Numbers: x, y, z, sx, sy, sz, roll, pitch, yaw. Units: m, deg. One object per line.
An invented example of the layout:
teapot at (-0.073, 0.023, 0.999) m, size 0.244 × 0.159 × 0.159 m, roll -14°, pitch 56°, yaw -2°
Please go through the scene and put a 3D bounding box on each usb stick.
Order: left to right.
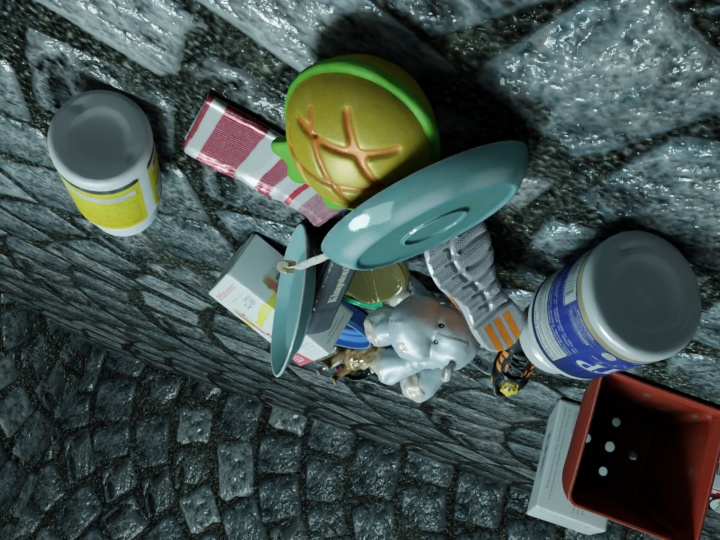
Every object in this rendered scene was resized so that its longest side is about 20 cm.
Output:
usb stick at (-0.038, 0.014, 0.932) m, size 0.054 × 0.033 × 0.202 m, roll -3°, pitch 139°, yaw -27°

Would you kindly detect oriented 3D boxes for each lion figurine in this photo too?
lion figurine at (-0.029, 0.168, 1.428) m, size 0.074 × 0.121 × 0.199 m, roll 62°, pitch 162°, yaw -19°

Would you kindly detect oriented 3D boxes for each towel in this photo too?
towel at (-0.100, -0.117, 0.801) m, size 0.196 × 0.023 × 0.143 m, roll 28°, pitch 159°, yaw -18°

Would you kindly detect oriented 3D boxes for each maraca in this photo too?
maraca at (-0.009, -0.104, 0.595) m, size 0.136 × 0.108 × 0.199 m, roll 37°, pitch 154°, yaw -10°

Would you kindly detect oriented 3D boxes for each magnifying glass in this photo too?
magnifying glass at (-0.046, 0.031, 1.156) m, size 0.196 × 0.023 × 0.079 m, roll 5°, pitch 156°, yaw 35°

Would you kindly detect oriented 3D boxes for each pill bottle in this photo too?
pill bottle at (-0.299, -0.118, 0.859) m, size 0.112 × 0.117 × 0.200 m, roll 21°, pitch 161°, yaw -4°
pill bottle at (0.242, 0.047, 0.733) m, size 0.117 × 0.123 × 0.200 m, roll 21°, pitch 162°, yaw -3°

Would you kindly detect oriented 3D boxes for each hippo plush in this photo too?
hippo plush at (0.095, 0.105, 0.929) m, size 0.195 × 0.163 × 0.161 m, roll 22°, pitch -178°, yaw 1°

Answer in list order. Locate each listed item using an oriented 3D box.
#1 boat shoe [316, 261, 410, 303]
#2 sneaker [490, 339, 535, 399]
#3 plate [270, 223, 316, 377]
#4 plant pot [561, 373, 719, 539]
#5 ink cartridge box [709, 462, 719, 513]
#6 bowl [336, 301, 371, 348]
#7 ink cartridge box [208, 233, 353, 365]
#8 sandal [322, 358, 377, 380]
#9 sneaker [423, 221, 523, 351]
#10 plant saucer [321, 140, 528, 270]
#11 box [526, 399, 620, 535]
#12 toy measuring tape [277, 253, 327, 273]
boat shoe at (0.000, 0.003, 0.975) m, size 0.198 × 0.062 × 0.075 m, roll -9°, pitch 104°, yaw 49°
sneaker at (0.233, 0.137, 1.037) m, size 0.068 × 0.092 × 0.201 m, roll 17°, pitch 162°, yaw 6°
plate at (-0.088, 0.040, 0.950) m, size 0.025 × 0.206 × 0.200 m, roll 10°, pitch 164°, yaw -14°
plant pot at (0.421, 0.285, 1.114) m, size 0.195 × 0.205 × 0.176 m, roll 19°, pitch 173°, yaw 4°
ink cartridge box at (0.675, 0.376, 1.240) m, size 0.171 × 0.086 × 0.201 m, roll 11°, pitch 159°, yaw 24°
bowl at (-0.067, 0.085, 1.294) m, size 0.195 × 0.040 × 0.201 m, roll 19°, pitch 162°, yaw 6°
ink cartridge box at (-0.130, 0.051, 1.122) m, size 0.199 × 0.084 × 0.145 m, roll 39°, pitch 155°, yaw -11°
sandal at (-0.010, 0.225, 1.608) m, size 0.195 × 0.046 × 0.075 m, roll 9°, pitch 159°, yaw 31°
sneaker at (0.106, -0.007, 0.794) m, size 0.203 × 0.076 × 0.112 m, roll 63°, pitch 177°, yaw -26°
plant saucer at (0.060, -0.047, 0.613) m, size 0.196 × 0.028 × 0.200 m, roll -24°, pitch 170°, yaw -4°
box at (0.404, 0.374, 1.335) m, size 0.127 × 0.204 × 0.201 m, roll 15°, pitch 161°, yaw 14°
toy measuring tape at (-0.002, -0.061, 0.710) m, size 0.195 × 0.075 × 0.074 m, roll -21°, pitch 147°, yaw 17°
